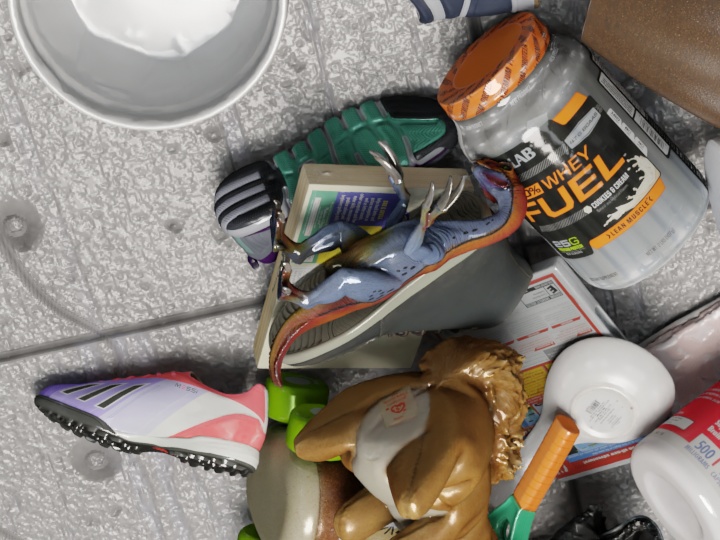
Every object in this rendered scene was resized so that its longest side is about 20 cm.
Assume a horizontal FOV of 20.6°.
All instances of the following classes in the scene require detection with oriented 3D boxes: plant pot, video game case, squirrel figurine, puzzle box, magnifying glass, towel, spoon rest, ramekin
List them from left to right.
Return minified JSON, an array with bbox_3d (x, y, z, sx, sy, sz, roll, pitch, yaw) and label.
[{"bbox_3d":[-0.151,-0.213,1.431,0.200,0.105,0.201,-1,116,-1],"label":"ramekin"},{"bbox_3d":[0.000,0.000,1.533,0.133,0.025,0.200,2,134,-18],"label":"puzzle box"},{"bbox_3d":[0.073,0.157,1.511,0.200,0.141,0.187,-49,131,-26],"label":"squirrel figurine"},{"bbox_3d":[0.120,0.201,1.575,0.022,0.080,0.200,14,117,-29],"label":"magnifying glass"},{"bbox_3d":[0.161,0.083,1.596,0.143,0.017,0.200,-22,117,39],"label":"video game case"},{"bbox_3d":[0.170,0.125,1.587,0.099,0.061,0.200,35,123,-8],"label":"spoon rest"},{"bbox_3d":[0.267,-0.183,1.429,0.199,0.187,0.187,16,115,7],"label":"plant pot"},{"bbox_3d":[0.315,0.110,1.638,0.200,0.032,0.191,-31,112,12],"label":"towel"}]

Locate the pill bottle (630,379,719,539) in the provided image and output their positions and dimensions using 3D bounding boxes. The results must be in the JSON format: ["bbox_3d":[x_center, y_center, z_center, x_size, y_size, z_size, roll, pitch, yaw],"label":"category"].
[{"bbox_3d":[0.318,0.127,1.539,0.200,0.112,0.112,-35,115,-15],"label":"pill bottle"}]

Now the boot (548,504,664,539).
[{"bbox_3d":[0.146,0.250,1.626,0.200,0.168,0.077,-13,73,0],"label":"boot"}]

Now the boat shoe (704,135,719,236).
[{"bbox_3d":[0.314,-0.030,1.510,0.068,0.072,0.200,-22,126,2],"label":"boat shoe"}]

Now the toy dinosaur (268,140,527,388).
[{"bbox_3d":[0.027,-0.020,1.432,0.181,0.105,0.200,-1,133,-11],"label":"toy dinosaur"}]

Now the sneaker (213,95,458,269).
[{"bbox_3d":[-0.012,-0.068,1.539,0.200,0.075,0.088,-21,144,5],"label":"sneaker"}]

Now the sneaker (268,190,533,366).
[{"bbox_3d":[0.034,0.031,1.503,0.200,0.075,0.106,-31,136,13],"label":"sneaker"}]

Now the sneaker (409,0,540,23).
[{"bbox_3d":[0.061,-0.270,1.428,0.108,0.070,0.200,-13,118,3],"label":"sneaker"}]

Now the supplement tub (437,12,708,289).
[{"bbox_3d":[0.158,-0.091,1.487,0.122,0.123,0.200,-40,110,17],"label":"supplement tub"}]

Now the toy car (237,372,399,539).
[{"bbox_3d":[0.015,0.186,1.614,0.199,0.158,0.165,6,103,-19],"label":"toy car"}]

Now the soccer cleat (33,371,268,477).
[{"bbox_3d":[-0.168,0.112,1.604,0.199,0.068,0.073,11,73,19],"label":"soccer cleat"}]
